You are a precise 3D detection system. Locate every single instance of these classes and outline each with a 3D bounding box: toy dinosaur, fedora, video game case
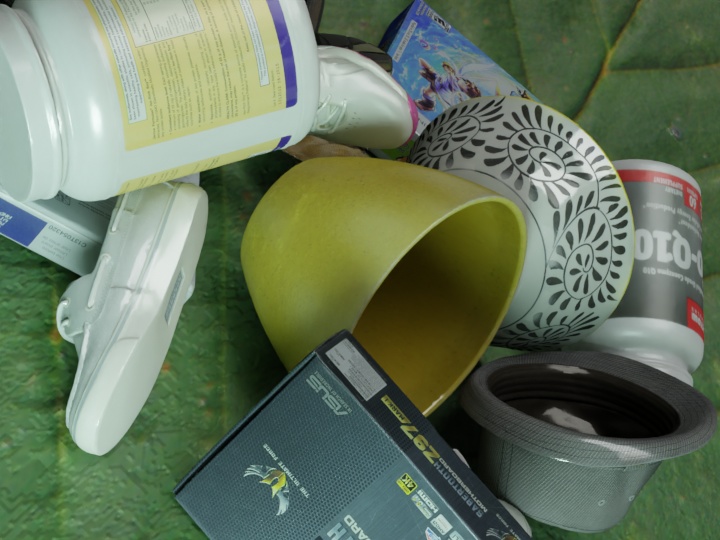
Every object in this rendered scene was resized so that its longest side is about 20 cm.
[{"bbox_3d":[-0.026,-0.079,1.851,0.101,0.058,0.200,24,12,-31],"label":"toy dinosaur"},{"bbox_3d":[0.158,0.130,1.773,0.176,0.091,0.199,24,21,33],"label":"fedora"},{"bbox_3d":[0.084,-0.123,2.054,0.181,0.045,0.200,41,32,-10],"label":"video game case"}]

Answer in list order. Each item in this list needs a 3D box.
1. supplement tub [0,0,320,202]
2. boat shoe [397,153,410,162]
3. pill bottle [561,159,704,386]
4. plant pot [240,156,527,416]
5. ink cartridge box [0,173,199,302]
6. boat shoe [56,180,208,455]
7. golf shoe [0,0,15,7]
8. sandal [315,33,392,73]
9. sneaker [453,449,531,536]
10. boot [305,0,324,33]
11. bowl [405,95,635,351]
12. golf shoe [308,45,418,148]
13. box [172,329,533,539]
[{"bbox_3d":[-0.141,-0.128,1.567,0.199,0.146,0.146,-17,62,-23],"label":"supplement tub"},{"bbox_3d":[0.100,-0.023,1.933,0.199,0.068,0.075,34,31,-24],"label":"boat shoe"},{"bbox_3d":[0.215,0.025,1.928,0.113,0.114,0.201,20,60,-35],"label":"pill bottle"},{"bbox_3d":[0.000,0.000,1.707,0.142,0.201,0.199,36,25,28],"label":"plant pot"},{"bbox_3d":[-0.201,-0.082,1.678,0.196,0.043,0.201,29,33,-23],"label":"ink cartridge box"},{"bbox_3d":[-0.157,0.023,1.561,0.068,0.072,0.201,13,65,11],"label":"boat shoe"},{"bbox_3d":[-0.196,-0.163,1.673,0.199,0.077,0.088,28,25,-26],"label":"golf shoe"},{"bbox_3d":[-0.072,-0.145,1.847,0.199,0.058,0.080,2,29,-17],"label":"sandal"},{"bbox_3d":[0.061,0.168,1.642,0.199,0.100,0.075,10,42,-47],"label":"sneaker"},{"bbox_3d":[-0.100,-0.262,1.913,0.173,0.069,0.202,9,81,-47],"label":"boot"},{"bbox_3d":[0.095,-0.020,1.806,0.201,0.201,0.094,49,35,6],"label":"bowl"},{"bbox_3d":[-0.056,-0.126,1.745,0.199,0.076,0.092,22,39,-3],"label":"golf shoe"},{"bbox_3d":[-0.001,0.161,1.522,0.200,0.158,0.051,49,32,5],"label":"box"}]
